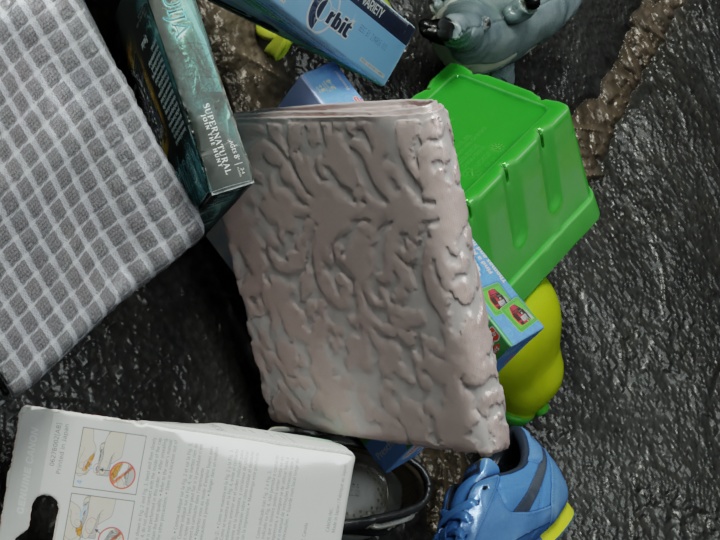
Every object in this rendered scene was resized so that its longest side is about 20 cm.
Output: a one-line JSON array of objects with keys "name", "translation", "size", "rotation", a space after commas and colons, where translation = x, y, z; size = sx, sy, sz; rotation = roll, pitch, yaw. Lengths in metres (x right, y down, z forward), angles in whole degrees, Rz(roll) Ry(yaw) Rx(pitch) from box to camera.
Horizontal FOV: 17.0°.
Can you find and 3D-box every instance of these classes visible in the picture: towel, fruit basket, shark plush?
[{"name": "towel", "translation": [-0.187, -0.047, 1.277], "size": [0.166, 0.085, 0.200], "rotation": [-48, 121, -34]}, {"name": "fruit basket", "translation": [0.062, 0.001, 1.549], "size": [0.216, 0.155, 0.216], "rotation": [-44, 147, -40]}, {"name": "shark plush", "translation": [0.085, -0.175, 1.606], "size": [0.200, 0.083, 0.091], "rotation": [9, 61, -65]}, {"name": "towel", "translation": [-0.002, 0.002, 1.374], "size": [0.032, 0.191, 0.201], "rotation": [-25, 109, -39]}]

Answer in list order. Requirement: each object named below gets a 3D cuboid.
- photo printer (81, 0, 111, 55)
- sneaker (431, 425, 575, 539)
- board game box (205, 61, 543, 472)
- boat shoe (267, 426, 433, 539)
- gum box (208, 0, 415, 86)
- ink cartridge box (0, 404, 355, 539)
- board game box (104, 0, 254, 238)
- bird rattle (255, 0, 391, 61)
[{"name": "photo printer", "translation": [-0.232, -0.096, 1.358], "size": [0.200, 0.069, 0.167], "rotation": [-32, 97, -41]}, {"name": "sneaker", "translation": [0.064, 0.171, 1.504], "size": [0.200, 0.066, 0.079], "rotation": [-45, 115, -45]}, {"name": "board game box", "translation": [0.000, 0.000, 1.427], "size": [0.037, 0.151, 0.200], "rotation": [-26, 74, -43]}, {"name": "boat shoe", "translation": [-0.045, 0.129, 1.438], "size": [0.200, 0.060, 0.074], "rotation": [12, 67, -37]}, {"name": "gum box", "translation": [-0.088, -0.188, 1.398], "size": [0.045, 0.200, 0.170], "rotation": [-60, 150, -1]}, {"name": "ink cartridge box", "translation": [-0.112, 0.164, 1.357], "size": [0.199, 0.050, 0.162], "rotation": [10, 90, -18]}, {"name": "board game box", "translation": [-0.107, -0.093, 1.384], "size": [0.028, 0.200, 0.136], "rotation": [-18, 87, -13]}, {"name": "bird rattle", "translation": [-0.024, -0.234, 1.512], "size": [0.163, 0.200, 0.113], "rotation": [42, 46, 11]}]
